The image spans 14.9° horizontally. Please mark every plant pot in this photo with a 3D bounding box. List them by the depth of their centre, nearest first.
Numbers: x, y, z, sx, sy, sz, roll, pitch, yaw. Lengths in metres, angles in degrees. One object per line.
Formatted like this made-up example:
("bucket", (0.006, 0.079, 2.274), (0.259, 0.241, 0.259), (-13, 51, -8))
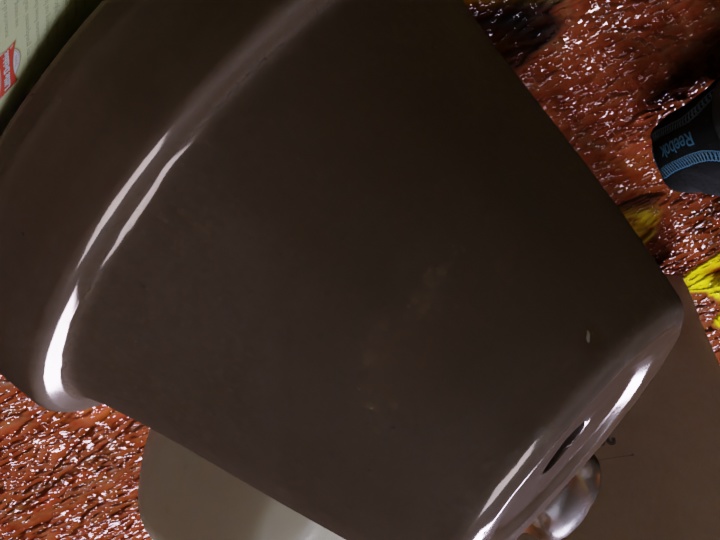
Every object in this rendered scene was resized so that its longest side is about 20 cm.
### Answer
("plant pot", (0.000, 0.000, 0.849), (0.200, 0.174, 0.200), (-47, 168, -13))

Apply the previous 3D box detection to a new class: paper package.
("paper package", (0.079, 0.111, 1.232), (0.199, 0.192, 0.104), (-6, 152, -30))

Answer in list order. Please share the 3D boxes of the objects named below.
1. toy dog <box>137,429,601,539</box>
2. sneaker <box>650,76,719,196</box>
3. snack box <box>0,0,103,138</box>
("toy dog", (0.015, 0.058, 1.056), (0.139, 0.195, 0.199), (7, -179, 37))
("sneaker", (0.210, -0.063, 1.151), (0.199, 0.074, 0.082), (2, 164, -35))
("snack box", (-0.103, -0.081, 0.765), (0.116, 0.037, 0.200), (-51, 168, -24))
